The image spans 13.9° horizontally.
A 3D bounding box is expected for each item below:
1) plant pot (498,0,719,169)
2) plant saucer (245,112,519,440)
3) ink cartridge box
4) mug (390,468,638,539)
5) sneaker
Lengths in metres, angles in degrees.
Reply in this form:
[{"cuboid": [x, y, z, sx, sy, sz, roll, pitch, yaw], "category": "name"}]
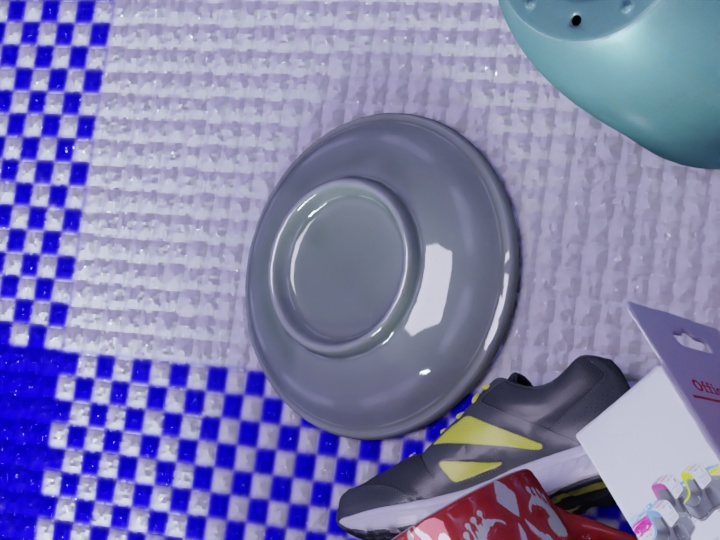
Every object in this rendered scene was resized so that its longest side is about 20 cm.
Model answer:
[{"cuboid": [0.166, -0.168, 1.611, 0.200, 0.161, 0.201, -7, 78, 34], "category": "plant pot"}, {"cuboid": [0.000, 0.000, 1.768, 0.200, 0.050, 0.201, -8, 76, 34], "category": "plant saucer"}, {"cuboid": [0.193, 0.120, 1.566, 0.068, 0.115, 0.200, -42, 60, 22], "category": "ink cartridge box"}, {"cuboid": [0.109, 0.212, 1.589, 0.200, 0.177, 0.133, 59, 140, 11], "category": "mug"}, {"cuboid": [0.077, 0.107, 1.688, 0.200, 0.074, 0.085, -17, 66, 23], "category": "sneaker"}]
